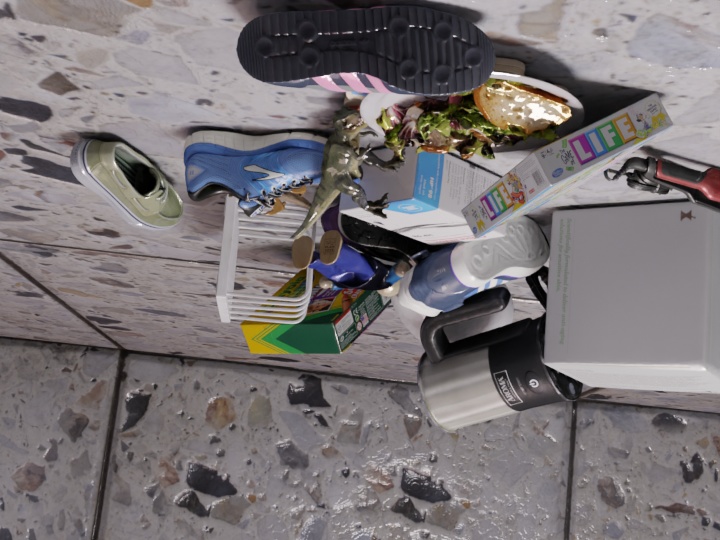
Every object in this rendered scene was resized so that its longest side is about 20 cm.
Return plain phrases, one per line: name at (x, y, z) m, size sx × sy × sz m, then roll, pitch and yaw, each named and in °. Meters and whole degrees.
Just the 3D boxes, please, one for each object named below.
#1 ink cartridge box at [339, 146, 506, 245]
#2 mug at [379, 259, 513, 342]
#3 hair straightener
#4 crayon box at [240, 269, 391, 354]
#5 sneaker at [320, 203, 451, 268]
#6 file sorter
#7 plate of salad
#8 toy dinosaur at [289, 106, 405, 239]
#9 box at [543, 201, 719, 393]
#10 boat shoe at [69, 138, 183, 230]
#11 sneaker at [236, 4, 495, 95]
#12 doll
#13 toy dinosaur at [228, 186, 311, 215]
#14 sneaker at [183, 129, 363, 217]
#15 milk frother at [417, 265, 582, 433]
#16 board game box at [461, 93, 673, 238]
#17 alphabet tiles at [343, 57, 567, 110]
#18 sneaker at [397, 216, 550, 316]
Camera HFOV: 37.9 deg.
ink cartridge box at (0.088, -0.078, 1.188) m, size 0.200 × 0.067 × 0.116 m, roll 17°, pitch 164°, yaw -42°
mug at (0.101, 0.028, 1.517) m, size 0.200 × 0.148 × 0.175 m, roll 22°, pitch 171°, yaw 35°
hair straightener at (0.329, -0.084, 1.098) m, size 0.200 × 0.041 × 0.077 m, roll 6°, pitch 169°, yaw -25°
crayon box at (-0.059, 0.056, 1.624) m, size 0.172 × 0.058 × 0.200 m, roll -1°, pitch -154°, yaw 32°
sneaker at (0.042, -0.045, 1.376) m, size 0.200 × 0.076 × 0.087 m, roll 22°, pitch 168°, yaw -27°
file sorter at (-0.128, -0.008, 1.444) m, size 0.124 × 0.139 × 0.200 m, roll 5°, pitch 168°, yaw -4°
plate of salad at (0.098, -0.129, 0.936) m, size 0.199 × 0.048 × 0.200 m, roll 3°, pitch 168°, yaw 1°
toy dinosaur at (-0.006, -0.096, 1.069) m, size 0.088 × 0.048 × 0.200 m, roll 10°, pitch 139°, yaw -13°
box at (0.347, 0.037, 1.273) m, size 0.200 × 0.200 × 0.171 m, roll -2°, pitch 165°, yaw 31°
boat shoe at (-0.265, -0.098, 1.259) m, size 0.062 × 0.072 × 0.200 m, roll 3°, pitch 164°, yaw 26°
sneaker at (0.006, -0.176, 0.837) m, size 0.199 × 0.070 × 0.082 m, roll 5°, pitch -172°, yaw 0°
doll at (0.000, 0.000, 1.338) m, size 0.136 × 0.049 × 0.200 m, roll -9°, pitch 162°, yaw 27°
toy dinosaur at (-0.101, -0.098, 1.258) m, size 0.200 × 0.061 × 0.106 m, roll 21°, pitch -175°, yaw -34°
sneaker at (-0.095, -0.098, 1.133) m, size 0.199 × 0.089 × 0.079 m, roll 1°, pitch 167°, yaw 12°
milk frother at (0.193, 0.100, 1.411) m, size 0.188 × 0.181 × 0.200 m, roll -20°, pitch 179°, yaw 32°
board game box at (0.188, -0.094, 0.992) m, size 0.134 × 0.034 × 0.200 m, roll -26°, pitch 175°, yaw -17°
alphabet tiles at (0.083, -0.154, 0.973) m, size 0.195 × 0.015 × 0.200 m, roll 7°, pitch 168°, yaw -4°
sneaker at (0.132, -0.001, 1.320) m, size 0.146 × 0.081 × 0.200 m, roll -29°, pitch 174°, yaw 42°
